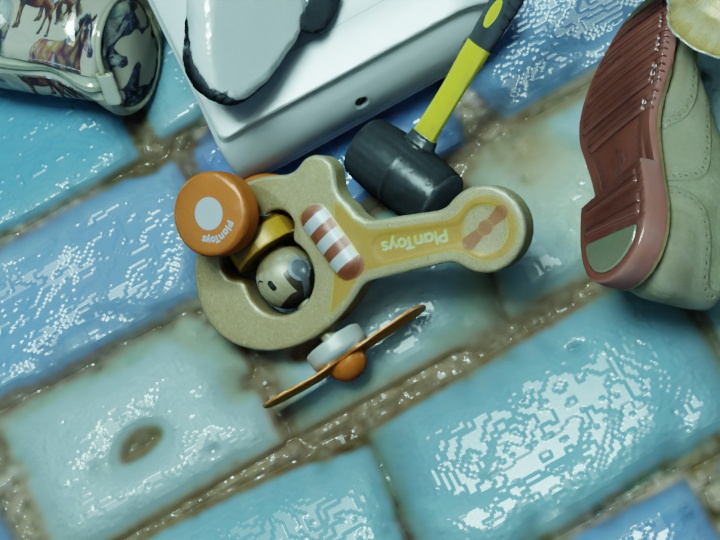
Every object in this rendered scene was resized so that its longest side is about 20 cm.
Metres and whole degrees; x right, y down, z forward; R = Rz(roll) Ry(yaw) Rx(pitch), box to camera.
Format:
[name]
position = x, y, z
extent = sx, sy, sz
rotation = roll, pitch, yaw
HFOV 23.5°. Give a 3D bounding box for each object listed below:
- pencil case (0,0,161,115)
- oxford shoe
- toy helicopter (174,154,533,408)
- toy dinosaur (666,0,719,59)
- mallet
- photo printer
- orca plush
[pencil case]
position = -0.219, -0.147, 1.072
extent = 0.199, 0.078, 0.090
rotation = 12, 54, 20
[oxford shoe]
position = 0.166, -0.064, 0.944
extent = 0.075, 0.070, 0.201
rotation = 25, 57, -21
[toy helicopter]
position = 0.000, 0.000, 0.944
extent = 0.199, 0.079, 0.133
rotation = -10, 87, 24
[toy dinosaur]
position = 0.213, -0.137, 0.931
extent = 0.200, 0.058, 0.101
rotation = 30, 48, 21
[mallet]
position = 0.069, -0.112, 0.956
extent = 0.066, 0.041, 0.200
rotation = 46, 112, 20
[photo printer]
position = -0.019, -0.167, 1.028
extent = 0.199, 0.069, 0.167
rotation = -29, 63, 2
[orca plush]
position = -0.070, -0.190, 0.972
extent = 0.071, 0.105, 0.201
rotation = 1, 91, 56
